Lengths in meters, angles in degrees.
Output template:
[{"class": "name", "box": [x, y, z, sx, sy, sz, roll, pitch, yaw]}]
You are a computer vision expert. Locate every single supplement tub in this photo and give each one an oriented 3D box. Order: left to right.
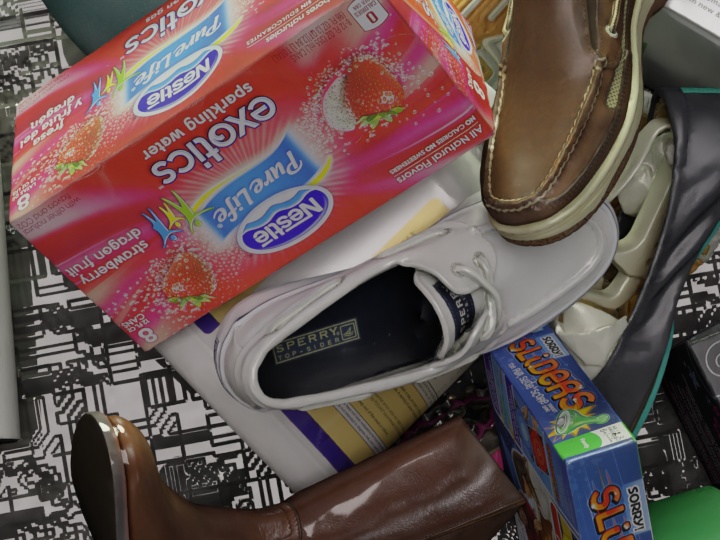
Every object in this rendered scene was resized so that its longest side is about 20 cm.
[{"class": "supplement tub", "box": [0.000, 0.000, 1.012, 0.200, 0.145, 0.145, -44, 85, -6]}]

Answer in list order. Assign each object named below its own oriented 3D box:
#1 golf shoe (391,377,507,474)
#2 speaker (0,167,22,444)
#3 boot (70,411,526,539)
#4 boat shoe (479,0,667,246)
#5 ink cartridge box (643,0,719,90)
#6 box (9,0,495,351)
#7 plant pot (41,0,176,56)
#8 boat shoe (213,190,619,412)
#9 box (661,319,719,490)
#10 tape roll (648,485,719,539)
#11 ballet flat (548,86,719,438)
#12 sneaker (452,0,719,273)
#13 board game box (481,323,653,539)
[{"class": "golf shoe", "box": [0.029, 0.133, 1.041, 0.200, 0.073, 0.092, -37, 110, -4]}, {"class": "speaker", "box": [-0.220, -0.006, 1.044, 0.081, 0.081, 0.202, -5, 83, -1]}, {"class": "boot", "box": [-0.022, 0.099, 0.913, 0.199, 0.187, 0.064, -19, 50, -14]}, {"class": "boat shoe", "box": [0.088, -0.109, 0.915, 0.074, 0.075, 0.203, -6, 51, 36]}, {"class": "ink cartridge box", "box": [0.222, -0.180, 1.036, 0.087, 0.145, 0.201, 32, 85, 6]}, {"class": "box", "box": [-0.050, -0.067, 0.913, 0.199, 0.096, 0.100, -31, 126, 17]}, {"class": "plant pot", "box": [-0.053, -0.147, 1.017, 0.200, 0.200, 0.135, -34, 102, -4]}, {"class": "boat shoe", "box": [0.034, 0.018, 0.913, 0.199, 0.065, 0.074, -26, 106, -12]}, {"class": "box", "box": [0.252, 0.100, 1.017, 0.131, 0.115, 0.201, -26, 85, -5]}, {"class": "tape roll", "box": [0.171, 0.204, 0.959, 0.048, 0.200, 0.202, -16, 83, -4]}, {"class": "ballet flat", "box": [0.127, 0.001, 0.989, 0.073, 0.073, 0.201, 24, 101, 3]}, {"class": "sneaker", "box": [0.119, -0.086, 1.062, 0.075, 0.088, 0.200, -36, 107, 15]}, {"class": "board game box", "box": [0.105, 0.138, 0.957, 0.034, 0.135, 0.201, -16, 116, -7]}]
